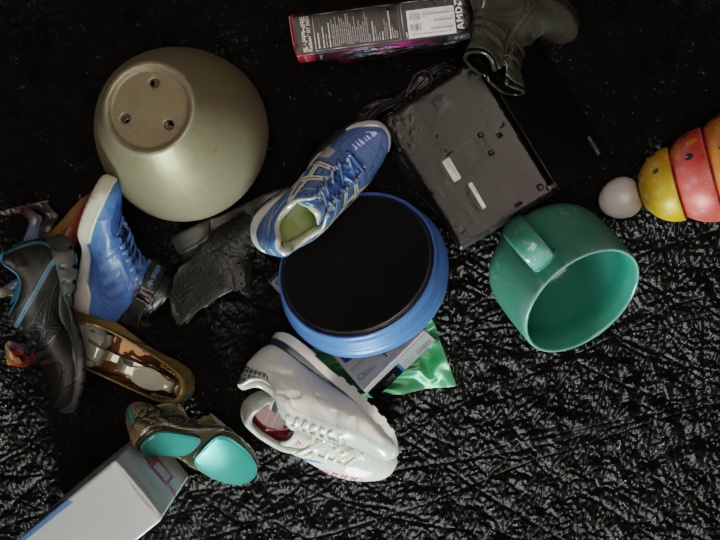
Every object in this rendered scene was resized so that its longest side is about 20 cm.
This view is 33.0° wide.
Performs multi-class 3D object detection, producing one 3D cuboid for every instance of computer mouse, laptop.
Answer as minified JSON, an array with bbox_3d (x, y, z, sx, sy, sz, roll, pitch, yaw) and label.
[{"bbox_3d":[0.097,-0.130,1.420,0.138,0.053,0.200,-33,89,-10],"label":"computer mouse"},{"bbox_3d":[0.158,-0.152,1.400,0.200,0.103,0.178,-32,89,11],"label":"laptop"}]

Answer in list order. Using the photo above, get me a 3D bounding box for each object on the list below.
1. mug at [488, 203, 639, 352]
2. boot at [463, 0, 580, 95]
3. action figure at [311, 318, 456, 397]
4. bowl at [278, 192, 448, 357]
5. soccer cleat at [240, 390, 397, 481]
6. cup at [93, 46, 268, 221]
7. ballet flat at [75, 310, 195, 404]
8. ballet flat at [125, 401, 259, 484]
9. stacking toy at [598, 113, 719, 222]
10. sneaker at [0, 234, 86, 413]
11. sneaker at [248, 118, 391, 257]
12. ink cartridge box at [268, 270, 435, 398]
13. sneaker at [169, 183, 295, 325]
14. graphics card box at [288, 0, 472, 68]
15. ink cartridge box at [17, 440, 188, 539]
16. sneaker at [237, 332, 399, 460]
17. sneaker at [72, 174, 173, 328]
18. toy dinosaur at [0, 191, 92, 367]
[{"bbox_3d":[0.222,-0.012,1.373,0.151,0.115,0.185,-20,137,-15],"label":"mug"},{"bbox_3d":[0.173,-0.251,1.342,0.068,0.200,0.131,-4,76,39],"label":"boot"},{"bbox_3d":[0.001,0.109,1.439,0.199,0.055,0.119,-18,97,8],"label":"action figure"},{"bbox_3d":[0.000,0.000,1.377,0.200,0.039,0.201,-8,60,14],"label":"bowl"},{"bbox_3d":[-0.051,0.204,1.430,0.199,0.086,0.070,23,95,-3],"label":"soccer cleat"},{"bbox_3d":[-0.213,-0.162,1.342,0.199,0.143,0.201,-1,85,7],"label":"cup"},{"bbox_3d":[-0.286,0.099,1.428,0.199,0.063,0.069,24,94,-3],"label":"ballet flat"},{"bbox_3d":[-0.195,0.191,1.415,0.068,0.075,0.200,-44,140,14],"label":"ballet flat"},{"bbox_3d":[0.373,-0.101,1.403,0.199,0.146,0.147,-17,96,16],"label":"stacking toy"},{"bbox_3d":[-0.355,0.063,1.359,0.082,0.073,0.201,-8,96,-24],"label":"sneaker"},{"bbox_3d":[-0.036,-0.086,1.357,0.200,0.077,0.076,-47,113,1],"label":"sneaker"},{"bbox_3d":[-0.012,0.046,1.408,0.099,0.039,0.200,-44,58,2],"label":"ink cartridge box"},{"bbox_3d":[-0.143,-0.019,1.423,0.199,0.060,0.105,-23,94,7],"label":"sneaker"},{"bbox_3d":[0.023,-0.269,1.367,0.199,0.125,0.051,-9,93,-1],"label":"graphics card box"},{"bbox_3d":[-0.286,0.268,1.377,0.144,0.200,0.085,-39,91,2],"label":"ink cartridge box"},{"bbox_3d":[-0.045,0.159,1.378,0.200,0.076,0.081,37,66,13],"label":"sneaker"},{"bbox_3d":[-0.260,-0.015,1.376,0.111,0.077,0.200,18,128,0],"label":"sneaker"},{"bbox_3d":[-0.368,0.014,1.398,0.199,0.105,0.182,-13,97,-1],"label":"toy dinosaur"}]
